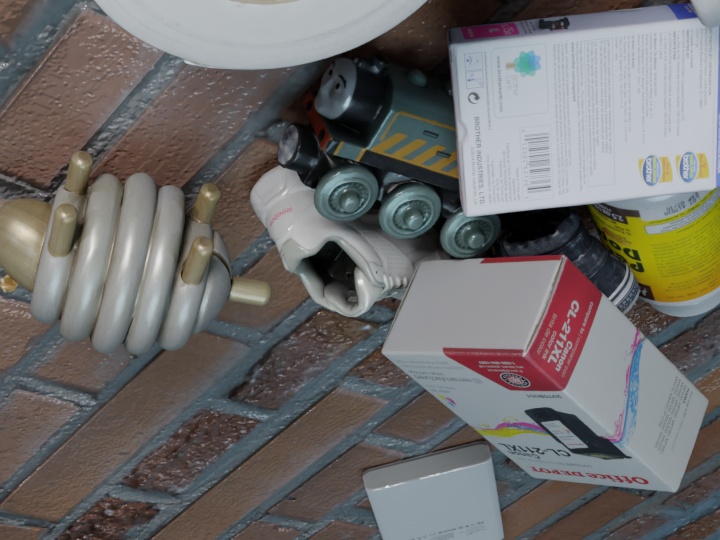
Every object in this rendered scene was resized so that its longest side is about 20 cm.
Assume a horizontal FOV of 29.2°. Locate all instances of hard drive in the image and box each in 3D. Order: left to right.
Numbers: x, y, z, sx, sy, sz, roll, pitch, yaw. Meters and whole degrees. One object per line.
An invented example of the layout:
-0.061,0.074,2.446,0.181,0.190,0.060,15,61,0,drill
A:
0.081,0.251,1.464,0.131,0.026,0.201,-14,144,1,hard drive

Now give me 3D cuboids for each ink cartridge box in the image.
0.138,0.078,1.011,0.145,0.083,0.200,-3,144,48,ink cartridge box
0.159,-0.105,0.887,0.198,0.042,0.120,-5,117,3,ink cartridge box

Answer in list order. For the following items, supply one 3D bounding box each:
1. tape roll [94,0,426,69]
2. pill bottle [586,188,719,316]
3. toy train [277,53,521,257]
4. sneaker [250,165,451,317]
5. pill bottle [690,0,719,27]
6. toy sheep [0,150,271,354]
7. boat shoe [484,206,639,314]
-0.050,-0.218,0.681,0.201,0.140,0.203,-9,144,-7,tape roll
0.229,-0.046,1.034,0.109,0.110,0.200,-21,144,10,pill bottle
0.043,-0.084,0.953,0.199,0.085,0.114,15,123,-30,toy train
0.000,0.000,1.029,0.199,0.100,0.078,23,132,-40,sneaker
0.266,-0.232,0.787,0.199,0.114,0.114,-25,143,16,pill bottle
-0.156,-0.005,0.947,0.198,0.139,0.138,17,138,-10,toy sheep
0.122,-0.005,1.068,0.091,0.071,0.200,50,151,-20,boat shoe
